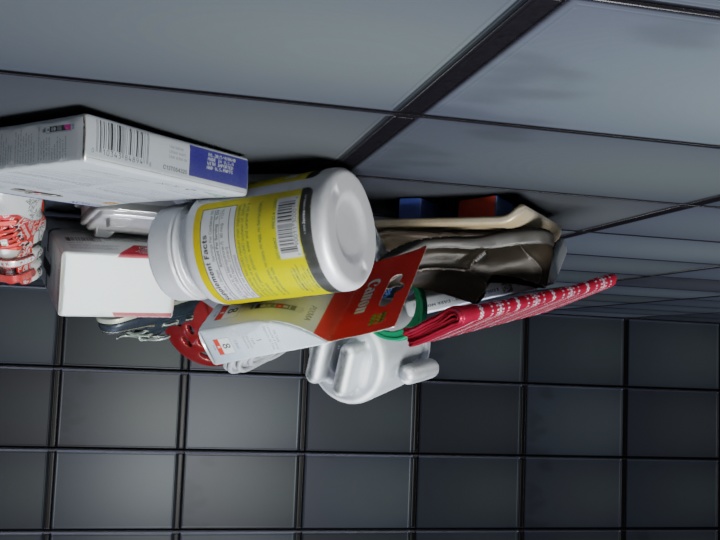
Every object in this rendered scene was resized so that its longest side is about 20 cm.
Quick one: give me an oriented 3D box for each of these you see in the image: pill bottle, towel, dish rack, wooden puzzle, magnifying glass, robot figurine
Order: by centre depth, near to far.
[{"bbox_3d":[-0.095,-0.028,0.907,0.198,0.116,0.114,-6,172,26],"label":"pill bottle"},{"bbox_3d":[0.156,0.041,1.023,0.198,0.023,0.145,-12,171,-24],"label":"towel"},{"bbox_3d":[0.114,-0.055,1.097,0.198,0.047,0.185,-5,173,25],"label":"wooden puzzle"},{"bbox_3d":[0.000,0.000,1.110,0.200,0.080,0.022,46,-163,18],"label":"magnifying glass"},{"bbox_3d":[-0.254,-0.063,1.157,0.170,0.044,0.200,3,176,-22],"label":"dish rack"},{"bbox_3d":[0.013,0.097,1.184,0.169,0.114,0.199,26,-159,28],"label":"robot figurine"}]

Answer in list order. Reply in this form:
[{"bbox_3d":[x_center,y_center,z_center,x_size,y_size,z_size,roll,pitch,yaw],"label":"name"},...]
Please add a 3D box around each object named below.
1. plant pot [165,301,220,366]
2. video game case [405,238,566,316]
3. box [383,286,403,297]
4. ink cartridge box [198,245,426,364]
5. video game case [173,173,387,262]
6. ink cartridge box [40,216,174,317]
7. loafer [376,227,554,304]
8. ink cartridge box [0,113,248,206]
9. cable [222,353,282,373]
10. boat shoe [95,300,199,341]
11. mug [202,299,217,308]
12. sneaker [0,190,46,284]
[{"bbox_3d":[-0.203,0.047,1.552,0.199,0.203,0.182,6,165,-35],"label":"plant pot"},{"bbox_3d":[0.164,0.007,1.205,0.180,0.024,0.200,-15,-173,19],"label":"video game case"},{"bbox_3d":[-0.033,0.027,1.400,0.159,0.046,0.199,-39,-155,-25],"label":"box"},{"bbox_3d":[-0.046,0.018,0.955,0.198,0.050,0.163,-16,-156,24],"label":"ink cartridge box"},{"bbox_3d":[-0.084,-0.051,1.022,0.198,0.024,0.182,1,155,15],"label":"video game case"},{"bbox_3d":[-0.333,-0.007,1.245,0.143,0.085,0.200,2,-165,-26],"label":"ink cartridge box"},{"bbox_3d":[0.112,0.001,1.023,0.198,0.072,0.073,-8,170,8],"label":"loafer"},{"bbox_3d":[-0.234,-0.091,0.834,0.198,0.044,0.196,0,177,31],"label":"ink cartridge box"},{"bbox_3d":[-0.097,0.048,1.188,0.199,0.069,0.200,-29,167,-45],"label":"cable"},{"bbox_3d":[-0.287,0.063,1.301,0.074,0.063,0.200,12,-165,17],"label":"boat shoe"},{"bbox_3d":[-0.181,0.004,1.316,0.185,0.151,0.153,-15,161,21],"label":"mug"},{"bbox_3d":[-0.400,-0.041,1.097,0.066,0.109,0.201,3,175,-10],"label":"sneaker"}]
